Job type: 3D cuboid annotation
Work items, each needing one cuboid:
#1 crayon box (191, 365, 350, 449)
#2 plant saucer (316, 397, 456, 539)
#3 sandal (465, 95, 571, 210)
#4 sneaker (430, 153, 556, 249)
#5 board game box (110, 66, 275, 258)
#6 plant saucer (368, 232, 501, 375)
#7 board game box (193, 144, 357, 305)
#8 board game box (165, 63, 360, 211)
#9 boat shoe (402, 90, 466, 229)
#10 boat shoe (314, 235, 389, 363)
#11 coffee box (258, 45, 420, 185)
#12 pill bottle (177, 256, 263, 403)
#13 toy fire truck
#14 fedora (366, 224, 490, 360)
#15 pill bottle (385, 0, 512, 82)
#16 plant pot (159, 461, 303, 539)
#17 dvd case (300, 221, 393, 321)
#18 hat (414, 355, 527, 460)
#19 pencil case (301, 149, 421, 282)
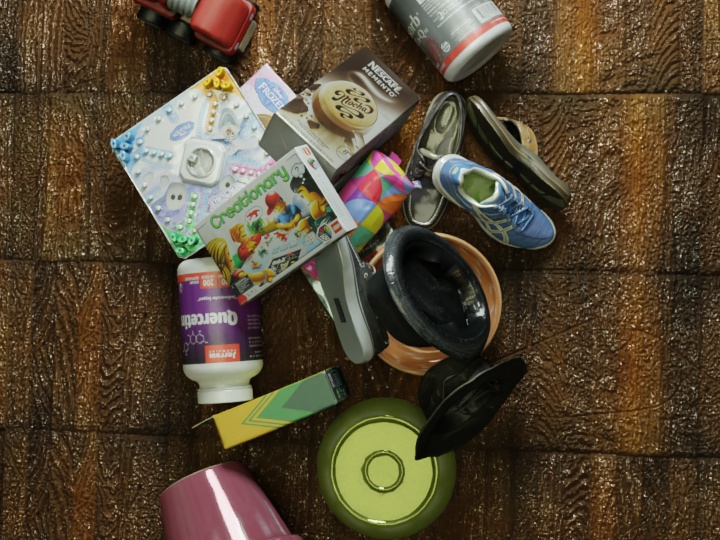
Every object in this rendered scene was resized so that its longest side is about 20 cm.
[{"bbox_3d":[-0.120,0.194,1.529,0.200,0.127,0.051,-22,85,7],"label":"crayon box"},{"bbox_3d":[0.034,0.280,1.554,0.200,0.031,0.201,0,89,7],"label":"plant saucer"},{"bbox_3d":[0.222,-0.168,1.524,0.200,0.082,0.055,43,75,6],"label":"sandal"},{"bbox_3d":[0.185,-0.085,1.503,0.200,0.077,0.076,29,91,-18],"label":"sneaker"},{"bbox_3d":[-0.222,-0.151,1.541,0.200,0.026,0.200,-33,83,6],"label":"board game box"},{"bbox_3d":[0.094,0.045,1.529,0.200,0.037,0.201,0,99,1],"label":"plant saucer"},{"bbox_3d":[-0.113,-0.057,1.442,0.200,0.035,0.126,-34,86,29],"label":"board game box"},{"bbox_3d":[-0.137,-0.151,1.563,0.199,0.041,0.200,-43,83,4],"label":"board game box"},{"bbox_3d":[0.102,-0.156,1.542,0.072,0.065,0.200,17,91,6],"label":"boat shoe"},{"bbox_3d":[-0.005,0.023,1.477,0.066,0.070,0.200,-23,101,-33],"label":"boat shoe"},{"bbox_3d":[-0.026,-0.203,1.498,0.113,0.080,0.200,43,53,4],"label":"coffee box"},{"bbox_3d":[-0.195,0.083,1.547,0.112,0.112,0.200,-5,86,7],"label":"pill bottle"},{"bbox_3d":[-0.238,-0.392,1.526,0.176,0.200,0.129,28,92,8],"label":"toy fire truck"},{"bbox_3d":[0.078,0.041,1.445,0.092,0.200,0.201,-31,84,36],"label":"fedora"},{"bbox_3d":[0.106,-0.369,1.524,0.116,0.116,0.200,-39,83,5],"label":"pill bottle"},{"bbox_3d":[-0.184,0.368,1.509,0.200,0.200,0.179,-28,69,6],"label":"plant pot"},{"bbox_3d":[0.000,0.000,1.572,0.146,0.022,0.200,-32,84,5],"label":"dvd case"},{"bbox_3d":[0.125,0.164,1.482,0.201,0.201,0.081,-44,65,4],"label":"hat"},{"bbox_3d":[-0.009,-0.073,1.517,0.088,0.088,0.200,43,99,7],"label":"pencil case"}]
